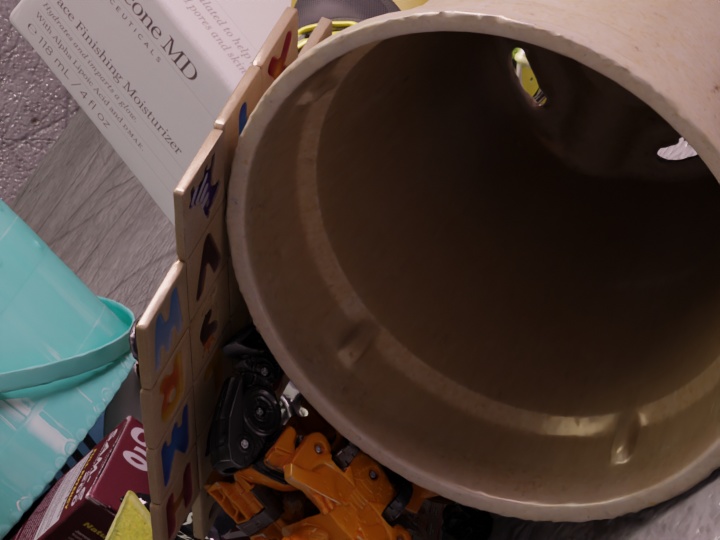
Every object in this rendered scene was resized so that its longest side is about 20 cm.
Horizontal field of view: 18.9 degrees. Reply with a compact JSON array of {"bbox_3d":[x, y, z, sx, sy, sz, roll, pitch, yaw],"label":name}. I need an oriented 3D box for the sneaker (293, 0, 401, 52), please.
[{"bbox_3d":[-0.006,-0.083,0.986,0.074,0.085,0.201,-16,43,9],"label":"sneaker"}]

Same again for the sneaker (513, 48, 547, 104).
[{"bbox_3d":[0.091,-0.125,1.036,0.201,0.075,0.076,-60,-5,29],"label":"sneaker"}]

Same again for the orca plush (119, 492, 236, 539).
[{"bbox_3d":[-0.042,0.047,1.054,0.200,0.071,0.105,-39,29,-21],"label":"orca plush"}]

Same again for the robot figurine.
[{"bbox_3d":[0.011,0.053,0.857,0.058,0.145,0.200,-25,21,46],"label":"robot figurine"}]

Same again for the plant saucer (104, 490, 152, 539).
[{"bbox_3d":[-0.117,0.231,0.926,0.200,0.048,0.201,101,-171,-51],"label":"plant saucer"}]

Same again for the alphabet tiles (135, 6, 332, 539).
[{"bbox_3d":[-0.044,0.006,0.819,0.201,0.006,0.167,92,-160,-48],"label":"alphabet tiles"}]

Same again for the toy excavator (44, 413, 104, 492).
[{"bbox_3d":[-0.222,0.099,1.362,0.195,0.199,0.100,-50,15,18],"label":"toy excavator"}]

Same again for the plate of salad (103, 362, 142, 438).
[{"bbox_3d":[-0.065,0.041,1.178,0.199,0.048,0.201,-23,41,21],"label":"plate of salad"}]

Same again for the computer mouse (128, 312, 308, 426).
[{"bbox_3d":[0.000,0.000,0.996,0.199,0.053,0.138,-31,41,-25],"label":"computer mouse"}]

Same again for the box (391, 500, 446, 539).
[{"bbox_3d":[-0.022,0.161,0.908,0.137,0.040,0.201,-47,16,32],"label":"box"}]

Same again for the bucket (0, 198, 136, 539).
[{"bbox_3d":[-0.223,0.063,1.177,0.207,0.135,0.207,-48,10,11],"label":"bucket"}]

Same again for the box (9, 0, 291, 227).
[{"bbox_3d":[-0.066,-0.147,1.317,0.200,0.199,0.131,-38,-1,-42],"label":"box"}]

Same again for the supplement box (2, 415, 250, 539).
[{"bbox_3d":[-0.136,0.168,1.119,0.200,0.109,0.061,-40,19,42],"label":"supplement box"}]

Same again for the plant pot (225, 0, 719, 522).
[{"bbox_3d":[0.079,-0.043,0.797,0.200,0.200,0.184,-42,7,40],"label":"plant pot"}]

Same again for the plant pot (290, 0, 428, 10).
[{"bbox_3d":[0.047,-0.184,1.195,0.201,0.199,0.190,176,111,-72],"label":"plant pot"}]
